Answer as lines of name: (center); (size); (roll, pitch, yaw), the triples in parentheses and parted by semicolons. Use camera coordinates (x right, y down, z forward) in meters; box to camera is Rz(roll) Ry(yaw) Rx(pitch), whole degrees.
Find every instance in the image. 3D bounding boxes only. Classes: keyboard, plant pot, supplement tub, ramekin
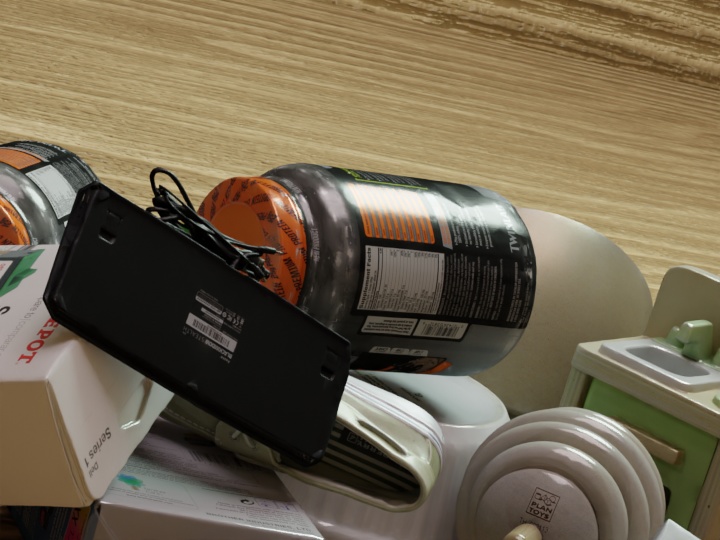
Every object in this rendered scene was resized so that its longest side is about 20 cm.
keyboard: (-0.086, 0.022, 1.345); (0.040, 0.104, 0.200); (-5, -32, 48)
plant pot: (0.100, 0.073, 1.751); (0.200, 0.200, 0.135); (16, 49, -6)
supplement tub: (-0.252, -0.023, 1.740); (0.122, 0.123, 0.200); (19, 11, 6)
supplement tub: (0.000, 0.000, 1.549); (0.200, 0.123, 0.122); (6, 17, -39)
ramekin: (0.006, 0.111, 1.612); (0.202, 0.094, 0.202); (17, 13, -4)

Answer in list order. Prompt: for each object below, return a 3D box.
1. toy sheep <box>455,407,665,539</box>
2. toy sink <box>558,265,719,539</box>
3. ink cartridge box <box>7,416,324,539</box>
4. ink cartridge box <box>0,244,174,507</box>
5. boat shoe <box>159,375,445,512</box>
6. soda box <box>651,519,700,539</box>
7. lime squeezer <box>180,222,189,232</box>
toy sheep: (0.118, 0.149, 1.509); (0.138, 0.138, 0.200); (20, 14, 10)
toy sink: (0.203, 0.110, 1.636); (0.130, 0.200, 0.112); (26, 16, 30)
ink cartridge box: (-0.117, 0.132, 1.409); (0.136, 0.076, 0.200); (12, 16, -23)
ink cartridge box: (-0.213, 0.054, 1.356); (0.200, 0.084, 0.146); (-2, 30, 22)
boat shoe: (-0.045, 0.078, 1.416); (0.200, 0.072, 0.062); (19, 18, -2)
soda box: (0.225, 0.225, 1.363); (0.200, 0.063, 0.068); (34, 40, 8)
lime squeezer: (-0.112, -0.022, 1.611); (0.200, 0.038, 0.071); (-33, 25, -30)
